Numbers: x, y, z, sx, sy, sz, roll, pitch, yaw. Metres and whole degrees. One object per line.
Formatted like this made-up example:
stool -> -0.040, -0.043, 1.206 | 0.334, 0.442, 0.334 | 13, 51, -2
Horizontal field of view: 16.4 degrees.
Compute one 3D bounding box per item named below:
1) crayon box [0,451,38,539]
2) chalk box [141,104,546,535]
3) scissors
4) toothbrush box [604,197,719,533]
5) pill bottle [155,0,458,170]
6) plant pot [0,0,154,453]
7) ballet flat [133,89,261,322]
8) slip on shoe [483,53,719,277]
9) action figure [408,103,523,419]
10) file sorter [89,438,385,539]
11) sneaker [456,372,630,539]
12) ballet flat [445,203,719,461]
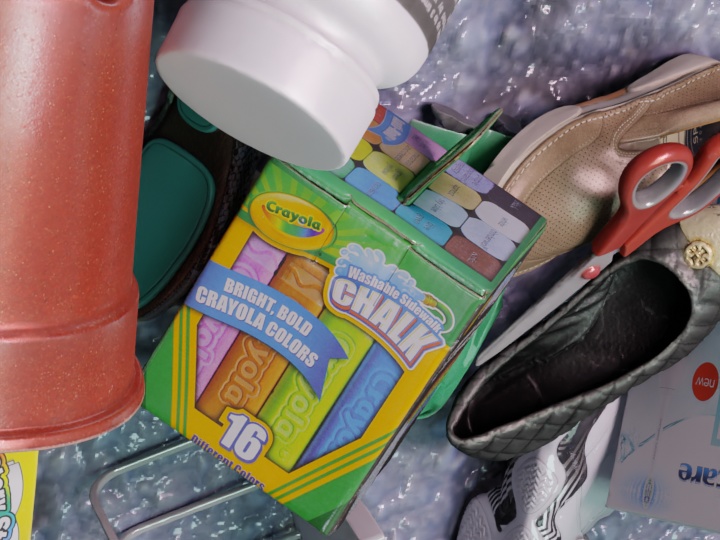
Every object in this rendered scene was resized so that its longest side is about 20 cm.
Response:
crayon box -> -0.255, 0.148, 1.248 | 0.173, 0.058, 0.200 | -7, 123, -26
chalk box -> 0.000, 0.000, 1.201 | 0.124, 0.125, 0.200 | 34, 114, 5
scissors -> 0.130, -0.007, 1.280 | 0.073, 0.014, 0.200 | -7, 148, -34
toothbrush box -> 0.225, 0.047, 1.339 | 0.085, 0.146, 0.200 | 13, 88, -34
pill bottle -> -0.002, -0.153, 1.107 | 0.114, 0.114, 0.200 | 41, 71, -40
plant pot -> -0.176, -0.051, 1.085 | 0.201, 0.201, 0.195 | 1, 112, -29
ballet flat -> -0.065, -0.062, 1.212 | 0.074, 0.074, 0.200 | 8, 119, -32
slip on shoe -> 0.137, -0.050, 1.293 | 0.200, 0.061, 0.076 | -28, 132, -33
action figure -> 0.034, 0.012, 1.318 | 0.118, 0.055, 0.200 | 8, 112, -34
file sorter -> -0.053, 0.196, 1.339 | 0.124, 0.139, 0.200 | -21, 128, -12
sneaker -> 0.131, 0.130, 1.434 | 0.115, 0.075, 0.200 | 3, 115, -27
ballet flat -> 0.129, 0.038, 1.320 | 0.200, 0.066, 0.057 | -42, 171, 18
